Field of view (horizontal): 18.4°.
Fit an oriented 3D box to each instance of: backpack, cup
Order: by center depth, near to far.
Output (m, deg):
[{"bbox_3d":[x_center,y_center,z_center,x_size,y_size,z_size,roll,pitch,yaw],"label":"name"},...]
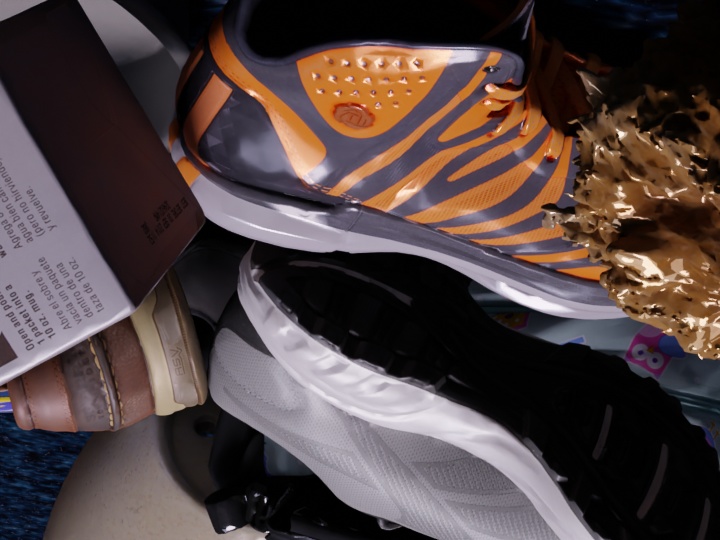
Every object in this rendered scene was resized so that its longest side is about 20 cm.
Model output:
[{"bbox_3d":[0.061,0.054,0.836,0.200,0.127,0.167,-10,164,41],"label":"backpack"},{"bbox_3d":[-0.045,0.109,0.987,0.200,0.201,0.143,11,143,1],"label":"cup"}]

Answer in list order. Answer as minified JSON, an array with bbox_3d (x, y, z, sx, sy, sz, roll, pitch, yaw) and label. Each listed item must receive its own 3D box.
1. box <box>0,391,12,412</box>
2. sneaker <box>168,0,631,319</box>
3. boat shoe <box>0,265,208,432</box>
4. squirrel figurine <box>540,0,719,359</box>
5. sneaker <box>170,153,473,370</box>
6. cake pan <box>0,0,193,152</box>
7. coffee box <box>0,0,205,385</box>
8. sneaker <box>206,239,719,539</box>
[{"bbox_3d":[-0.182,0.026,0.893,0.200,0.064,0.070,-2,173,-17],"label":"box"},{"bbox_3d":[0.051,-0.047,0.637,0.200,0.078,0.112,4,150,-16],"label":"sneaker"},{"bbox_3d":[-0.118,0.003,0.775,0.067,0.072,0.200,-21,-155,-17],"label":"boat shoe"},{"bbox_3d":[0.143,-0.024,0.477,0.141,0.187,0.200,26,156,-36],"label":"squirrel figurine"},{"bbox_3d":[0.000,0.000,0.772,0.200,0.091,0.076,-10,149,43],"label":"sneaker"},{"bbox_3d":[-0.141,-0.087,0.688,0.200,0.037,0.200,10,160,4],"label":"cake pan"},{"bbox_3d":[-0.152,0.012,0.592,0.200,0.080,0.113,-29,-171,10],"label":"coffee box"},{"bbox_3d":[0.040,0.059,0.720,0.200,0.074,0.079,34,133,-3],"label":"sneaker"}]
